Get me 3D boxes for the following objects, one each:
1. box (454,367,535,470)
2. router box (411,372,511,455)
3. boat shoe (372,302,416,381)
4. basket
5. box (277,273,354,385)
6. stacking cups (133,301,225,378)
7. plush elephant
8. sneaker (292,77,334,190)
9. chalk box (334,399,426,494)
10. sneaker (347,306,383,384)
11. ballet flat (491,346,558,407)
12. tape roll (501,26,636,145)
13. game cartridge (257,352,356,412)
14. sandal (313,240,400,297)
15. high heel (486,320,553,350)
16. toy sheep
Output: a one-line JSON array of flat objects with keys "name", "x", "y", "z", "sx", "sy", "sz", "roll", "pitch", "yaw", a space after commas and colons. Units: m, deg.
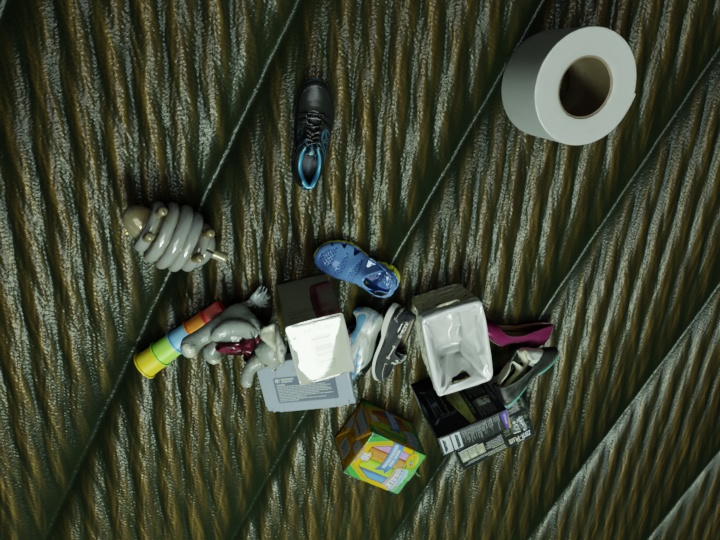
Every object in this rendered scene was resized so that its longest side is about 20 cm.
[{"name": "box", "x": 0.297, "y": 0.356, "z": 1.300, "sx": 0.199, "sy": 0.086, "sz": 0.164, "roll": -26, "pitch": 114, "yaw": -1}, {"name": "router box", "x": 0.216, "y": 0.298, "z": 1.198, "sx": 0.157, "sy": 0.200, "sz": 0.052, "roll": -22, "pitch": 114, "yaw": -3}, {"name": "boat shoe", "x": 0.075, "y": 0.166, "z": 1.171, "sx": 0.060, "sy": 0.074, "sz": 0.201, "roll": 24, "pitch": 117, "yaw": 24}, {"name": "basket", "x": 0.194, "y": 0.144, "z": 1.176, "sx": 0.135, "sy": 0.123, "sz": 0.201, "roll": -16, "pitch": 113, "yaw": -5}, {"name": "box", "x": -0.090, "y": 0.108, "z": 1.056, "sx": 0.108, "sy": 0.200, "sz": 0.128, "roll": -14, "pitch": 114, "yaw": -7}, {"name": "stacking cups", "x": -0.355, "y": 0.138, "z": 1.085, "sx": 0.200, "sy": 0.061, "sz": 0.061, "roll": -34, "pitch": 114, "yaw": 2}, {"name": "plush elephant", "x": -0.217, "y": 0.150, "z": 1.061, "sx": 0.200, "sy": 0.165, "sz": 0.155, "roll": -42, "pitch": 76, "yaw": -14}, {"name": "sneaker", "x": -0.083, "y": -0.244, "z": 0.985, "sx": 0.073, "sy": 0.082, "sz": 0.201, "roll": 2, "pitch": 109, "yaw": -11}, {"name": "chalk box", "x": 0.063, "y": 0.416, "z": 1.253, "sx": 0.199, "sy": 0.125, "sz": 0.124, "roll": 29, "pitch": 103, "yaw": -22}, {"name": "sneaker", "x": -0.003, "y": 0.166, "z": 1.180, "sx": 0.072, "sy": 0.072, "sz": 0.201, "roll": 27, "pitch": 119, "yaw": 23}, {"name": "ballet flat", "x": 0.369, "y": 0.219, "z": 1.212, "sx": 0.200, "sy": 0.068, "sz": 0.069, "roll": -39, "pitch": 103, "yaw": -22}, {"name": "tape roll", "x": 0.386, "y": -0.347, "z": 1.017, "sx": 0.202, "sy": 0.139, "sz": 0.204, "roll": -5, "pitch": 112, "yaw": -11}, {"name": "game cartridge", "x": -0.117, "y": 0.238, "z": 1.169, "sx": 0.199, "sy": 0.042, "sz": 0.134, "roll": -6, "pitch": 109, "yaw": 6}, {"name": "sandal", "x": 0.000, "y": 0.000, "z": 1.098, "sx": 0.199, "sy": 0.087, "sz": 0.080, "roll": 19, "pitch": 108, "yaw": -17}, {"name": "high heel", "x": 0.350, "y": 0.128, "z": 1.236, "sx": 0.199, "sy": 0.067, "sz": 0.096, "roll": 23, "pitch": 109, "yaw": -32}, {"name": "toy sheep", "x": -0.332, "y": -0.058, "z": 0.977, "sx": 0.200, "sy": 0.138, "sz": 0.138, "roll": 31, "pitch": 102, "yaw": -27}]
